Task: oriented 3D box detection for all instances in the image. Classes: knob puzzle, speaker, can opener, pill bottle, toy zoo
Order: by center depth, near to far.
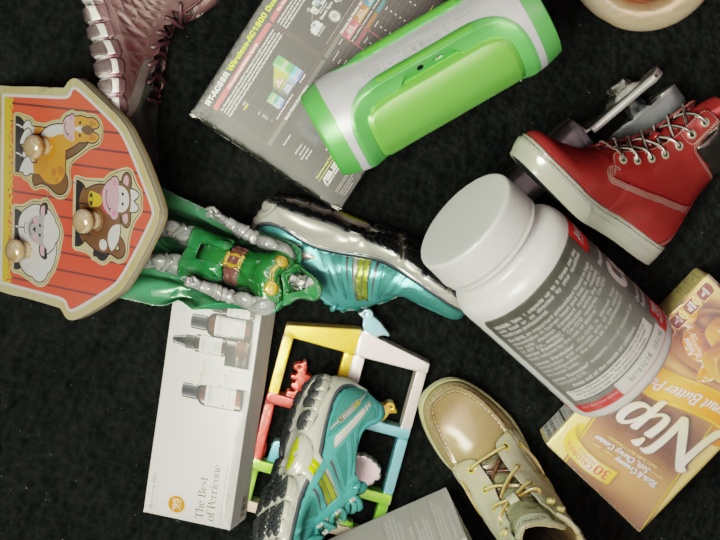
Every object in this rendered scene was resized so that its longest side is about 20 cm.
[{"bbox_3d":[0.055,-0.155,1.276,0.199,0.088,0.089,-29,97,2],"label":"speaker"},{"bbox_3d":[-0.237,-0.057,1.318,0.219,0.030,0.221,5,98,38],"label":"knob puzzle"},{"bbox_3d":[0.151,0.019,1.321,0.200,0.114,0.114,41,96,-23],"label":"pill bottle"},{"bbox_3d":[0.186,-0.095,1.365,0.200,0.053,0.067,-42,96,6],"label":"can opener"},{"bbox_3d":[-0.020,0.128,1.410,0.130,0.020,0.201,14,98,-3],"label":"toy zoo"}]

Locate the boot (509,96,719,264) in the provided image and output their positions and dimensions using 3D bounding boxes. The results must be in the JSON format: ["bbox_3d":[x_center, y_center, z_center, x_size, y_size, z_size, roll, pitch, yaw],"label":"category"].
[{"bbox_3d":[0.220,-0.101,1.312,0.199,0.072,0.145,26,109,-43],"label":"boot"}]

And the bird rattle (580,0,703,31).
[{"bbox_3d":[0.248,-0.278,1.338,0.199,0.113,0.164,23,109,-17],"label":"bird rattle"}]

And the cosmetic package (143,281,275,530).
[{"bbox_3d":[-0.129,0.113,1.382,0.082,0.051,0.202,10,96,13],"label":"cosmetic package"}]

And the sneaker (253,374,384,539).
[{"bbox_3d":[-0.035,0.187,1.344,0.079,0.077,0.201,23,76,-14],"label":"sneaker"}]

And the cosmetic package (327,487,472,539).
[{"bbox_3d":[0.011,0.283,1.389,0.199,0.090,0.107,-27,118,1],"label":"cosmetic package"}]

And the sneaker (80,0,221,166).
[{"bbox_3d":[-0.164,-0.188,1.339,0.115,0.076,0.201,-13,97,-2],"label":"sneaker"}]

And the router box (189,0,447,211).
[{"bbox_3d":[-0.027,-0.173,1.346,0.149,0.062,0.201,33,96,-6],"label":"router box"}]

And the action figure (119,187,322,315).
[{"bbox_3d":[-0.123,-0.010,1.334,0.199,0.055,0.119,15,73,12],"label":"action figure"}]

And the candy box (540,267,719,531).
[{"bbox_3d":[0.265,0.111,1.393,0.115,0.055,0.200,43,95,-4],"label":"candy box"}]

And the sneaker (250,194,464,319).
[{"bbox_3d":[0.000,0.000,1.374,0.199,0.078,0.080,21,107,6],"label":"sneaker"}]

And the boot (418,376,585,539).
[{"bbox_3d":[0.125,0.185,1.350,0.072,0.155,0.201,-35,99,2],"label":"boot"}]
